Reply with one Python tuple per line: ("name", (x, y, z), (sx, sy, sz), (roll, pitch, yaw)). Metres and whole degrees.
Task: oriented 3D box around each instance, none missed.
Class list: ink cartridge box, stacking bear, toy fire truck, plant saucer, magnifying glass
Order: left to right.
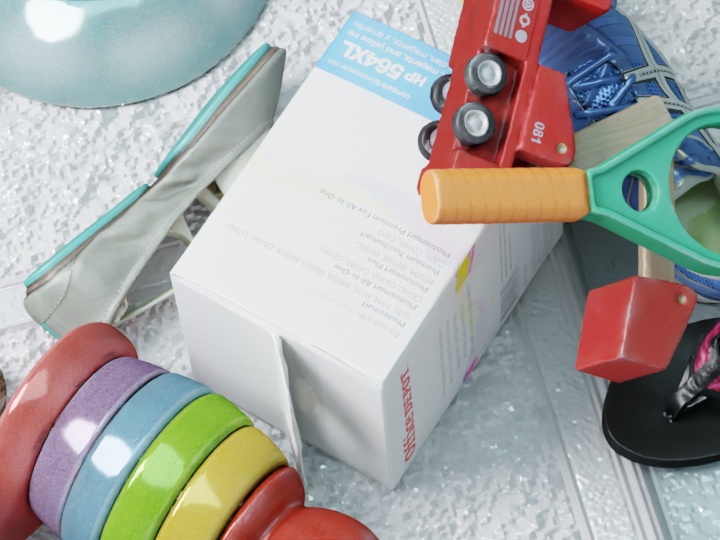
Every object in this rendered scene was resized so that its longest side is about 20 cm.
("plant saucer", (-0.146, -0.186, 1.509), (0.200, 0.039, 0.202), (-2, 62, 3))
("stacking bear", (-0.075, 0.120, 1.306), (0.200, 0.114, 0.122), (31, 68, 14))
("ink cartridge box", (0.000, 0.000, 1.347), (0.125, 0.129, 0.200), (28, 66, 17))
("toy fire truck", (0.102, -0.061, 1.281), (0.141, 0.049, 0.201), (20, 73, -18))
("magnifying glass", (0.120, -0.036, 1.246), (0.199, 0.022, 0.080), (-2, 81, -24))

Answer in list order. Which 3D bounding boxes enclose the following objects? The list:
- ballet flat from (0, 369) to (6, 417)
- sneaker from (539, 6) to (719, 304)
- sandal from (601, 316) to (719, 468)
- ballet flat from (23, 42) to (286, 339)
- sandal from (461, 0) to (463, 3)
("ballet flat", (-0.282, 0.061, 1.384), (0.199, 0.046, 0.068), (0, 61, 5))
("sneaker", (0.143, -0.068, 1.348), (0.076, 0.077, 0.200), (-41, 100, -2))
("sandal", (0.214, 0.042, 1.354), (0.199, 0.045, 0.075), (-17, 62, -4))
("ballet flat", (-0.094, -0.033, 1.420), (0.064, 0.067, 0.200), (45, 72, -5))
("sandal", (0.093, -0.141, 1.440), (0.079, 0.087, 0.201), (-12, 60, 1))
